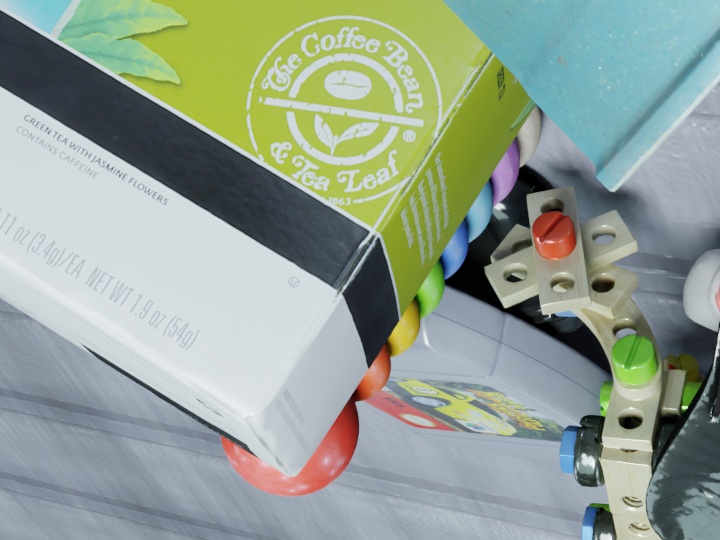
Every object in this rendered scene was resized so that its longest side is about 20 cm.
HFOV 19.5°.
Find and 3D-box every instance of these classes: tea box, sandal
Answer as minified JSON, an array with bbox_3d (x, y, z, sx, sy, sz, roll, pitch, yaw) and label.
[{"bbox_3d":[-0.059,-0.068,0.717,0.200,0.197,0.134,30,170,10],"label":"tea box"},{"bbox_3d":[0.158,0.039,0.769,0.075,0.048,0.200,17,125,6],"label":"sandal"}]

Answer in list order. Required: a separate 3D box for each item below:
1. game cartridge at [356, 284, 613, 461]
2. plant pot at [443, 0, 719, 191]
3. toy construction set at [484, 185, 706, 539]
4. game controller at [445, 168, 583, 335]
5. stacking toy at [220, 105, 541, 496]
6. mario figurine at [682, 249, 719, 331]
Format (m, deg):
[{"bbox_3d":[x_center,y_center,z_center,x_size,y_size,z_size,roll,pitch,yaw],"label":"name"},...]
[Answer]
[{"bbox_3d":[0.048,0.051,1.010,0.133,0.041,0.200,-2,158,37],"label":"game cartridge"},{"bbox_3d":[0.064,-0.156,0.552,0.188,0.200,0.200,42,152,3],"label":"plant pot"},{"bbox_3d":[0.124,0.057,0.913,0.092,0.131,0.200,-6,139,30],"label":"toy construction set"},{"bbox_3d":[0.015,-0.014,0.996,0.200,0.042,0.104,3,129,38],"label":"game controller"},{"bbox_3d":[0.000,0.000,0.846,0.085,0.200,0.085,21,151,12],"label":"stacking toy"},{"bbox_3d":[0.204,0.002,0.837,0.123,0.106,0.200,53,155,34],"label":"mario figurine"}]
